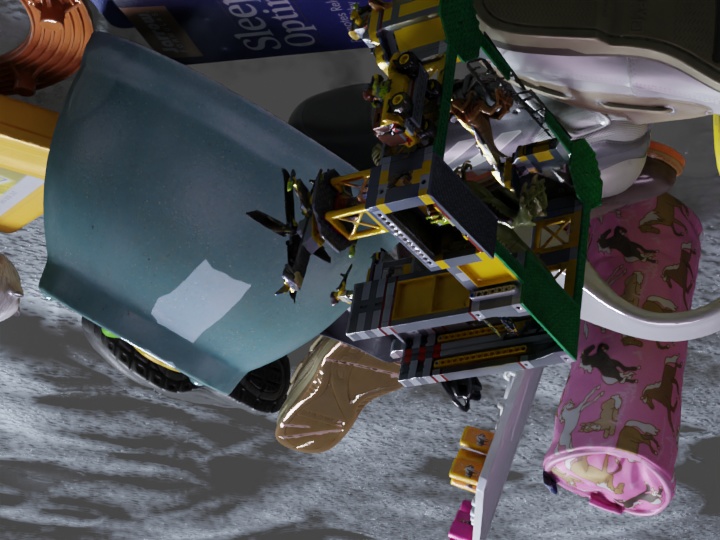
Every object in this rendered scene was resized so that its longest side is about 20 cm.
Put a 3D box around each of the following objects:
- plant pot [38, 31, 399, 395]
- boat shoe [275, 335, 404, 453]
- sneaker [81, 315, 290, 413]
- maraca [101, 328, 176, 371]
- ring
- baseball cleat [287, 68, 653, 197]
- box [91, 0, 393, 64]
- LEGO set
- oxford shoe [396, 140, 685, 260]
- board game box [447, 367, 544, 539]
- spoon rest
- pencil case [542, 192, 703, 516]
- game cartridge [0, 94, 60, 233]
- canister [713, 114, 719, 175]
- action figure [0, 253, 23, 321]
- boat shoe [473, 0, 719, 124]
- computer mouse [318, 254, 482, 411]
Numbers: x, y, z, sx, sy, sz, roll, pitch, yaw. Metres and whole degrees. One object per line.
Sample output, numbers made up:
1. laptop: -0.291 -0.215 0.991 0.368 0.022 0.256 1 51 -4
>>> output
1. plant pot: -0.090 -0.018 0.899 0.199 0.135 0.200 30 176 2
2. boat shoe: -0.006 0.063 1.277 0.071 0.065 0.200 25 133 -23
3. sneaker: -0.148 0.071 1.319 0.090 0.076 0.200 -7 154 42
4. maraca: -0.111 0.021 1.138 0.136 0.108 0.200 9 158 -13
5. ring: -0.243 -0.138 0.900 0.199 0.019 0.201 4 158 2
6. baseball cleat: 0.059 -0.092 0.907 0.198 0.070 0.107 3 142 -1
7. box: -0.058 -0.146 0.824 0.199 0.033 0.121 -2 157 19
8. LEGO set: 0.026 -0.033 0.805 0.115 0.155 0.200 -11 152 31
9. oxford shoe: 0.106 -0.030 1.011 0.199 0.073 0.071 -15 151 40
10. board game box: 0.100 0.077 1.116 0.026 0.201 0.200 17 159 9
11. spoon rest: 0.122 0.000 0.929 0.199 0.061 0.099 6 159 19
12. pencil case: 0.163 0.046 1.024 0.086 0.201 0.083 -17 139 41
13. game cartridge: -0.258 -0.073 1.008 0.175 0.033 0.200 16 165 -25
14. canister: 0.291 -0.068 0.866 0.199 0.087 0.149 -2 157 20
15. action figure: -0.312 0.008 1.087 0.192 0.201 0.105 12 131 -21
16. boat shoe: 0.151 -0.111 0.818 0.199 0.075 0.068 14 160 7
17. computer mouse: 0.000 0.000 1.068 0.199 0.141 0.046 29 115 -30
